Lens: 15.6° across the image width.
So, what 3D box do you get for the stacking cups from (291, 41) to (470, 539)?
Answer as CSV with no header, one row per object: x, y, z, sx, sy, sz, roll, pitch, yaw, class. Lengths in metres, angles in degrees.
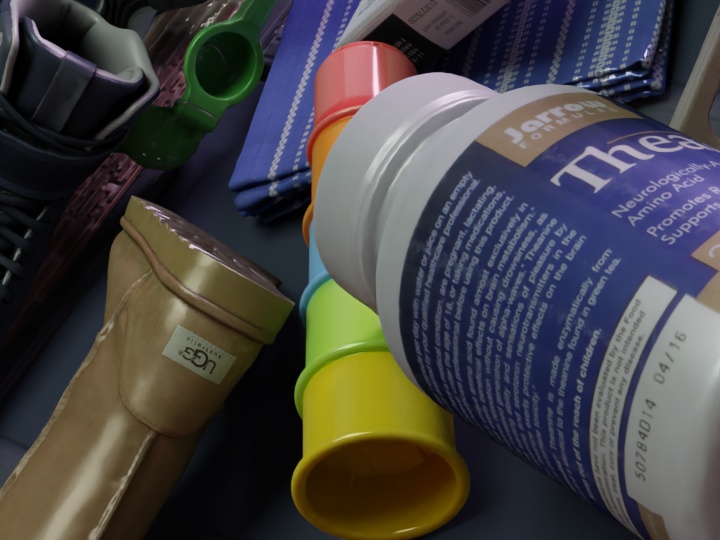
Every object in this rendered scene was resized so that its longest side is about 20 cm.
0.000,0.000,0.932,0.060,0.061,0.200,-27,43,22,stacking cups

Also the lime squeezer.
-0.069,-0.084,1.119,0.200,0.038,0.071,-42,21,30,lime squeezer

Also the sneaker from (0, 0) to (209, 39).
-0.084,-0.155,1.109,0.200,0.078,0.090,-27,27,51,sneaker

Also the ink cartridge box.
0.060,-0.166,1.031,0.095,0.037,0.200,-36,25,56,ink cartridge box

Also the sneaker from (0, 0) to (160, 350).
-0.152,-0.024,1.070,0.146,0.077,0.203,-40,30,50,sneaker

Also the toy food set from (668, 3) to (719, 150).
0.192,-0.074,0.833,0.200,0.060,0.144,-4,51,42,toy food set

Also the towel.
0.043,-0.095,1.046,0.200,0.024,0.145,-16,41,32,towel

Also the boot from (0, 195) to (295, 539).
-0.107,0.074,0.968,0.200,0.066,0.175,-58,7,2,boot

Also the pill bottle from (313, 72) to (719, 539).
0.075,0.009,0.798,0.111,0.111,0.200,-49,43,-8,pill bottle
